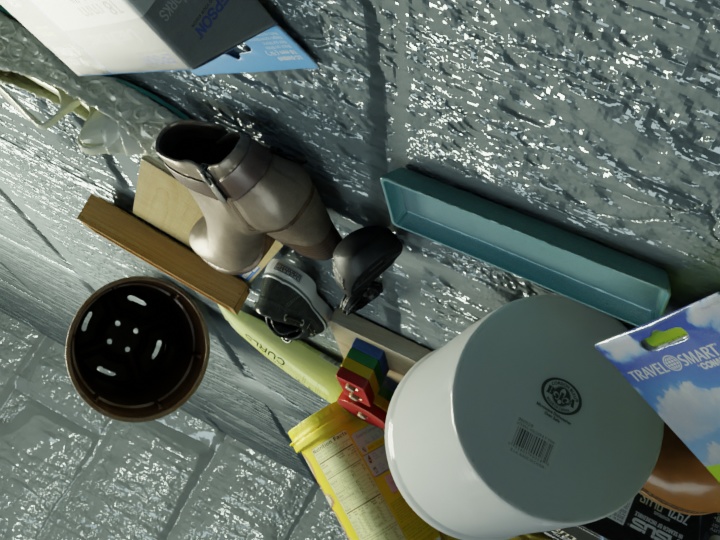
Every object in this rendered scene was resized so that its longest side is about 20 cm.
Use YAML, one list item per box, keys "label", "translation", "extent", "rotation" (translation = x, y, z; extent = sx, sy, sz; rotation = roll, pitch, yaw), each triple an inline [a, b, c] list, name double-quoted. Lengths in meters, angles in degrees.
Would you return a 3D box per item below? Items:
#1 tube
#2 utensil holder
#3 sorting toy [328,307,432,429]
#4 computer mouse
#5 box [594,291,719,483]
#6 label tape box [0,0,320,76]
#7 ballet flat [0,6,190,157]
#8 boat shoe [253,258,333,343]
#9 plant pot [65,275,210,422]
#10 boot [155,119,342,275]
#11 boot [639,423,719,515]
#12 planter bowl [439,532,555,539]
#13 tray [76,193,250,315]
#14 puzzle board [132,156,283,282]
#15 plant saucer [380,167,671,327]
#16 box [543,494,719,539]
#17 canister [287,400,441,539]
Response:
- label: "tube"
  translation: [-0.101, 0.104, 1.243]
  extent: [0.199, 0.052, 0.058]
  rotation: [32, 123, 10]
- label: "utensil holder"
  translation: [0.119, 0.119, 0.742]
  extent: [0.169, 0.171, 0.200]
  rotation: [29, 160, -1]
- label: "sorting toy"
  translation: [0.055, 0.144, 1.065]
  extent: [0.198, 0.070, 0.199]
  rotation: [24, 162, 16]
- label: "computer mouse"
  translation: [0.000, 0.000, 0.800]
  extent: [0.034, 0.058, 0.200]
  rotation: [49, 169, 9]
- label: "box"
  translation: [0.246, 0.089, 0.561]
  extent: [0.200, 0.048, 0.122]
  rotation: [47, 151, -2]
- label: "label tape box"
  translation: [-0.139, -0.159, 0.551]
  extent: [0.143, 0.064, 0.200]
  rotation: [11, 154, 47]
- label: "ballet flat"
  translation: [-0.224, -0.131, 0.760]
  extent: [0.198, 0.072, 0.072]
  rotation: [30, 163, -4]
- label: "boat shoe"
  translation: [-0.074, 0.043, 0.997]
  extent: [0.068, 0.057, 0.200]
  rotation: [25, 167, 12]
- label: "plant pot"
  translation: [-0.339, 0.107, 1.408]
  extent: [0.199, 0.202, 0.198]
  rotation: [35, 169, -18]
- label: "boot"
  translation: [-0.109, -0.061, 0.760]
  extent: [0.198, 0.071, 0.146]
  rotation: [1, 150, 40]
- label: "boot"
  translation: [0.282, 0.140, 0.678]
  extent: [0.198, 0.077, 0.156]
  rotation: [22, 162, 16]
- label: "planter bowl"
  translation: [0.199, 0.299, 1.142]
  extent: [0.199, 0.201, 0.084]
  rotation: [27, 134, 7]
- label: "tray"
  translation: [-0.221, -0.016, 1.096]
  extent: [0.198, 0.037, 0.099]
  rotation: [31, 173, -1]
- label: "puzzle board"
  translation: [-0.156, -0.049, 0.959]
  extent: [0.150, 0.018, 0.200]
  rotation: [31, 163, -8]
- label: "plant saucer"
  translation: [0.107, -0.016, 0.630]
  extent: [0.198, 0.019, 0.070]
  rotation: [25, 162, 19]
- label: "box"
  translation: [0.294, 0.270, 1.006]
  extent: [0.198, 0.087, 0.164]
  rotation: [26, 163, 11]
- label: "canister"
  translation: [0.016, 0.256, 1.178]
  extent: [0.086, 0.148, 0.202]
  rotation: [-38, 77, 34]
